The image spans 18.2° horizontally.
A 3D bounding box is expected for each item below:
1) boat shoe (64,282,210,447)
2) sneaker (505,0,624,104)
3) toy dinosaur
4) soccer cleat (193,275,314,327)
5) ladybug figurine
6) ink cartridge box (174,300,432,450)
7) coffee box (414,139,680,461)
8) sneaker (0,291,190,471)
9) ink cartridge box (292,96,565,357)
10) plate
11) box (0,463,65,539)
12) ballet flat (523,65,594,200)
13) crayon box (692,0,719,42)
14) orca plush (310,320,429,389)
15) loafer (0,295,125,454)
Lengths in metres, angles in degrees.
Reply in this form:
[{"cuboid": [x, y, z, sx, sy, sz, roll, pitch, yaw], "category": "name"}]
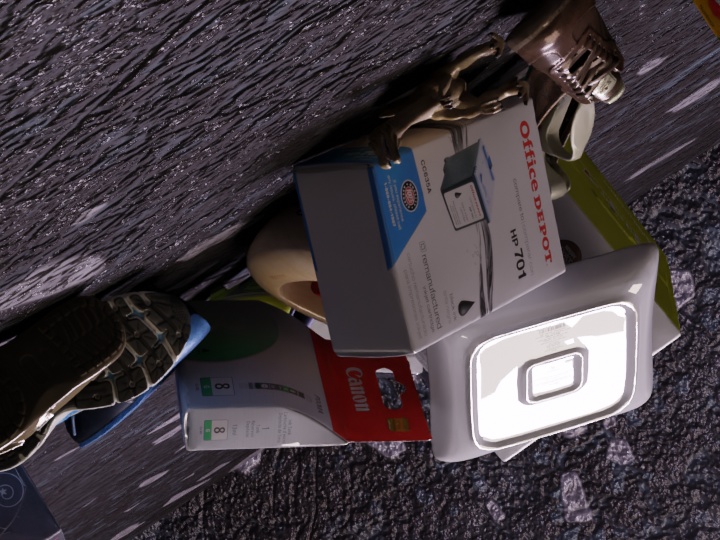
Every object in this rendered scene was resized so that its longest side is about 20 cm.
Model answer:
[{"cuboid": [-0.185, 0.069, 1.785, 0.200, 0.069, 0.084, -45, 180, 40], "category": "boat shoe"}, {"cuboid": [0.159, -0.159, 1.608, 0.070, 0.076, 0.200, -44, 174, 11], "category": "sneaker"}, {"cuboid": [0.063, -0.129, 1.598, 0.101, 0.058, 0.200, -17, -169, 26], "category": "toy dinosaur"}, {"cuboid": [-0.091, 0.044, 1.938, 0.200, 0.084, 0.065, -35, 174, 25], "category": "soccer cleat"}, {"cuboid": [0.000, 0.000, 1.797, 0.200, 0.072, 0.136, 28, 154, -37], "category": "ladybug figurine"}, {"cuboid": [-0.051, 0.082, 1.833, 0.199, 0.050, 0.161, -3, -149, -8], "category": "ink cartridge box"}, {"cuboid": [0.144, 0.004, 1.985, 0.198, 0.200, 0.200, -37, -168, 16], "category": "coffee box"}, {"cuboid": [-0.217, 0.070, 1.696, 0.200, 0.079, 0.090, -29, -168, 10], "category": "sneaker"}, {"cuboid": [0.055, -0.036, 1.684, 0.086, 0.147, 0.200, -1, -163, 43], "category": "ink cartridge box"}, {"cuboid": [0.153, 0.077, 1.835, 0.199, 0.032, 0.200, -15, 138, -9], "category": "plate"}, {"cuboid": [-0.348, 0.210, 1.763, 0.200, 0.132, 0.115, -31, 170, -13], "category": "box"}, {"cuboid": [0.142, -0.096, 1.781, 0.068, 0.067, 0.200, -22, 145, -38], "category": "ballet flat"}, {"cuboid": [0.317, -0.235, 1.608, 0.051, 0.127, 0.200, -27, 171, -38], "category": "crayon box"}, {"cuboid": [-0.021, 0.046, 2.068, 0.199, 0.106, 0.071, 3, -155, -4], "category": "orca plush"}, {"cuboid": [-0.251, 0.092, 1.574, 0.200, 0.076, 0.067, -29, 167, -28], "category": "loafer"}]
